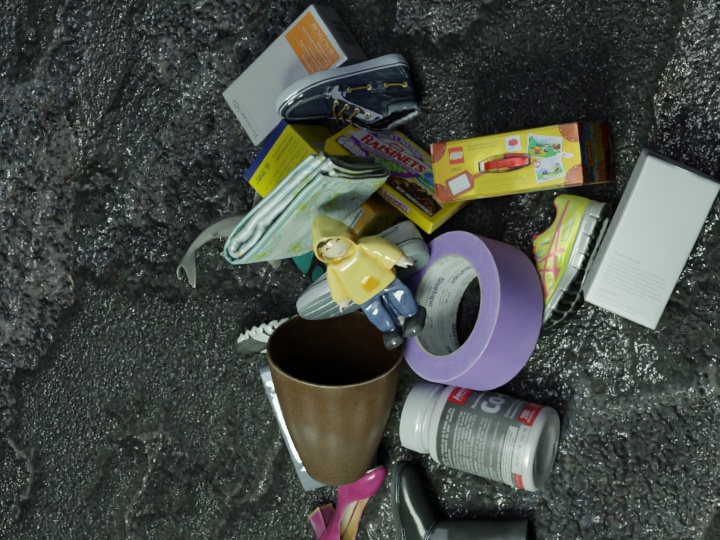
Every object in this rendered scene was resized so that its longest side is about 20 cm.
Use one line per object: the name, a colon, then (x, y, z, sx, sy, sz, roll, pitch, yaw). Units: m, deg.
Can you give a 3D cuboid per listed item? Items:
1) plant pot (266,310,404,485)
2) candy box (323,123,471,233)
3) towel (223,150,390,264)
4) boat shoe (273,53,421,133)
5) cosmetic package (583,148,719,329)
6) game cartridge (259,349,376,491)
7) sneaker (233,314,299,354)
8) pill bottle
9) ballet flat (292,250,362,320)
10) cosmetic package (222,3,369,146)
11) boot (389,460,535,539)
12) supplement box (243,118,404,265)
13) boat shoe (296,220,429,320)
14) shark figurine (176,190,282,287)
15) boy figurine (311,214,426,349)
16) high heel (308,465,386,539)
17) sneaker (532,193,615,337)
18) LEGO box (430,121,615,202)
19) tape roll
plant pot: (-0.034, 0.187, 1.675, 0.185, 0.187, 0.202, 17, 124, 26)
candy box: (0.054, -0.139, 1.692, 0.199, 0.102, 0.027, 39, 141, 19)
towel: (-0.068, -0.079, 1.596, 0.200, 0.171, 0.048, -41, 72, 25)
boat shoe: (-0.017, -0.229, 1.690, 0.198, 0.071, 0.092, -18, 69, -2)
cosmetic package: (0.363, -0.040, 1.535, 0.101, 0.074, 0.202, 23, 105, 2)
game cartridge: (-0.053, 0.212, 1.779, 0.132, 0.042, 0.202, -18, 101, 15)
sneaker: (-0.104, 0.111, 1.818, 0.198, 0.066, 0.092, -18, 84, 26)
pill bottle: (0.161, 0.219, 1.659, 0.198, 0.114, 0.116, 13, 101, 27)
ballet flat: (-0.051, -0.009, 1.779, 0.201, 0.063, 0.068, 59, 141, 31)
cosmetic package: (-0.095, -0.280, 1.774, 0.200, 0.071, 0.102, -41, 76, 26)
boot: (0.144, 0.353, 1.707, 0.198, 0.065, 0.167, 1, 104, 31)
supplement box: (-0.050, -0.110, 1.744, 0.200, 0.109, 0.109, 46, 114, 17)
boat shoe: (0.000, 0.000, 1.664, 0.198, 0.074, 0.067, -24, 55, 9)
shark figurine: (-0.168, -0.047, 1.745, 0.089, 0.213, 0.130, 21, 111, 37)
boy figurine: (0.009, 0.004, 1.581, 0.123, 0.065, 0.201, -28, 118, 20)
high heel: (-0.006, 0.360, 1.773, 0.200, 0.067, 0.097, -45, 65, 37)
sneaker: (0.260, -0.009, 1.613, 0.090, 0.078, 0.202, 30, 102, 31)
LEGO box: (0.212, -0.139, 1.577, 0.198, 0.148, 0.078, -6, 92, 28)
tape roll: (0.143, 0.054, 1.623, 0.199, 0.084, 0.203, -21, 63, 47)
